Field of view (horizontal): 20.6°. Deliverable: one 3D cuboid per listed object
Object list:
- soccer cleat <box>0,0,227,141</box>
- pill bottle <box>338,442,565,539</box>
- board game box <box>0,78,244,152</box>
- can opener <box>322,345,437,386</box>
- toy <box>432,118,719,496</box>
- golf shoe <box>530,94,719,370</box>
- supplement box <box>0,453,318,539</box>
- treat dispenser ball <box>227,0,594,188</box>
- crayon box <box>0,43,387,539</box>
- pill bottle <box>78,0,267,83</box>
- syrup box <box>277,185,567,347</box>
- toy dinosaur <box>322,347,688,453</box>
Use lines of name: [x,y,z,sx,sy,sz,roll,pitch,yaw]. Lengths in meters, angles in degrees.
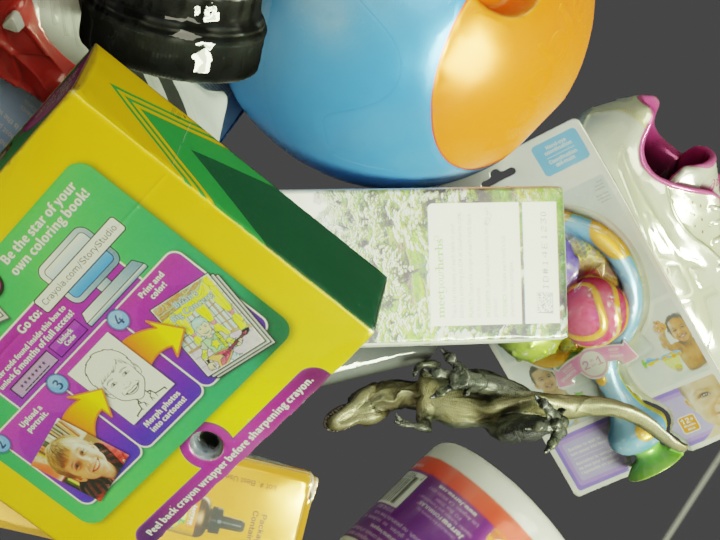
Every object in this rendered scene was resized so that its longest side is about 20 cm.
soccer cleat: [-0.145,-0.119,0.962,0.200,0.069,0.085,43,39,-14]
pill bottle: [0.014,0.197,1.054,0.200,0.111,0.111,-44,102,-14]
board game box: [-0.163,-0.061,1.006,0.151,0.037,0.200,44,67,-28]
can opener: [-0.059,0.037,1.062,0.200,0.053,0.067,-13,87,-21]
toy: [0.117,0.031,1.092,0.115,0.047,0.200,-26,104,26]
golf shoe: [0.183,-0.013,1.120,0.091,0.075,0.200,-37,105,23]
supplement box: [-0.128,0.112,1.031,0.200,0.069,0.067,16,85,-16]
treat dispenser ball: [0.020,-0.142,1.014,0.200,0.201,0.201,0,89,-19]
crayon box: [-0.118,0.025,0.915,0.172,0.058,0.200,39,117,-14]
pill bottle: [-0.068,-0.191,0.878,0.112,0.112,0.200,5,114,-19]
syrup box: [0.000,0.000,1.009,0.199,0.081,0.079,-2,88,-10]
toy dinosaur: [0.076,0.073,1.058,0.199,0.088,0.048,6,83,9]
